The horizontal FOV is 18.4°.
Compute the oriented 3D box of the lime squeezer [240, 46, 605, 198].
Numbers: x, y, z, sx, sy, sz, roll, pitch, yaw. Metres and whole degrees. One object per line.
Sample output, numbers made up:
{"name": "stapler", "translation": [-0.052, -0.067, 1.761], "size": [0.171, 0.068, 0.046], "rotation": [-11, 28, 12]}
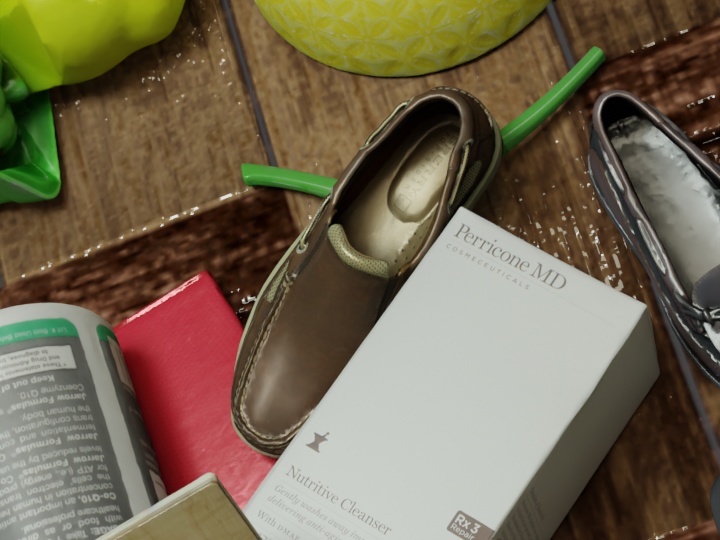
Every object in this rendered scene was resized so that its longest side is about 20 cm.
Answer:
{"name": "lime squeezer", "translation": [0.037, -0.055, 1.139], "size": [0.200, 0.038, 0.071], "rotation": [-19, 33, 11]}

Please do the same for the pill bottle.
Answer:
{"name": "pill bottle", "translation": [-0.147, 0.126, 1.071], "size": [0.113, 0.113, 0.200], "rotation": [-24, 62, 7]}

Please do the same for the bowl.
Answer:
{"name": "bowl", "translation": [0.015, -0.214, 1.164], "size": [0.200, 0.108, 0.201], "rotation": [-6, 66, 15]}

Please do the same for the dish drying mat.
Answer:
{"name": "dish drying mat", "translation": [-0.064, 0.098, 1.111], "size": [0.077, 0.018, 0.200], "rotation": [-31, 63, 3]}

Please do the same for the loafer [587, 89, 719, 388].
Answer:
{"name": "loafer", "translation": [0.168, -0.005, 1.053], "size": [0.072, 0.063, 0.200], "rotation": [-36, 62, 1]}

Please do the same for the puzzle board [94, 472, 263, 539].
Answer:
{"name": "puzzle board", "translation": [-0.080, 0.195, 0.990], "size": [0.150, 0.200, 0.017], "rotation": [-30, 30, 4]}

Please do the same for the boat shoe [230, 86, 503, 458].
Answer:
{"name": "boat shoe", "translation": [-0.005, -0.003, 1.070], "size": [0.075, 0.075, 0.203], "rotation": [29, 88, 11]}

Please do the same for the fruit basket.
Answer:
{"name": "fruit basket", "translation": [-0.200, -0.142, 1.192], "size": [0.215, 0.155, 0.216], "rotation": [-12, 68, 32]}

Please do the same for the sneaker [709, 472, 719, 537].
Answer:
{"name": "sneaker", "translation": [0.217, 0.152, 0.960], "size": [0.083, 0.072, 0.200], "rotation": [-29, 62, 19]}

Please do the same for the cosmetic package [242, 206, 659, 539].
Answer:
{"name": "cosmetic package", "translation": [0.042, 0.085, 1.038], "size": [0.113, 0.081, 0.200], "rotation": [27, 74, 23]}
